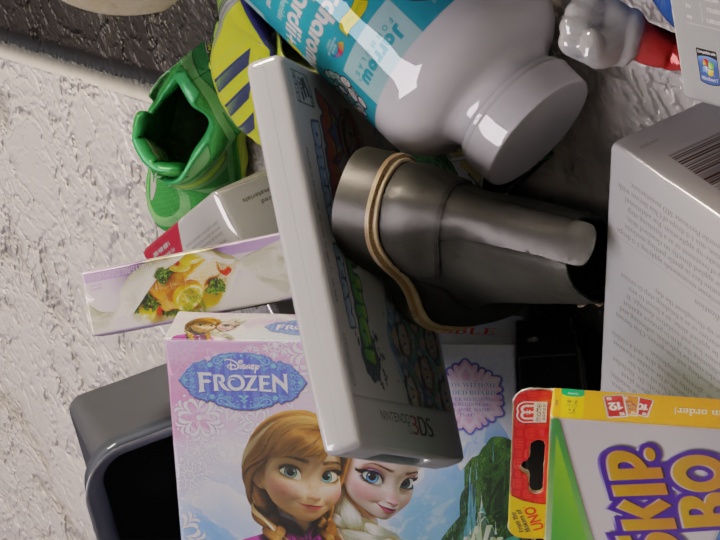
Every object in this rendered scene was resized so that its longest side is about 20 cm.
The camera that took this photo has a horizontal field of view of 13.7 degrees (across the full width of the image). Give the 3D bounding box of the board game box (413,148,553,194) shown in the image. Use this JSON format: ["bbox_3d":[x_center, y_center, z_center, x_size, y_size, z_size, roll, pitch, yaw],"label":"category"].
[{"bbox_3d":[0.030,-0.127,1.627,0.201,0.023,0.105,62,154,10],"label":"board game box"}]

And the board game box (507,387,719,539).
[{"bbox_3d":[0.168,0.103,1.404,0.030,0.199,0.096,-76,-11,-52],"label":"board game box"}]

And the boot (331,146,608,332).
[{"bbox_3d":[0.085,0.001,1.525,0.138,0.200,0.078,13,87,27],"label":"boot"}]

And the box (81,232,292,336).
[{"bbox_3d":[-0.059,0.001,1.707,0.041,0.199,0.039,-10,-91,-81],"label":"box"}]

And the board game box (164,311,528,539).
[{"bbox_3d":[-0.004,0.123,1.696,0.041,0.199,0.201,-67,-25,-66],"label":"board game box"}]

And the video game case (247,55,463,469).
[{"bbox_3d":[0.000,0.000,1.553,0.182,0.024,0.201,17,-120,-70],"label":"video game case"}]

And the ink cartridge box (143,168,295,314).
[{"bbox_3d":[-0.036,0.045,1.807,0.201,0.085,0.148,63,154,2],"label":"ink cartridge box"}]

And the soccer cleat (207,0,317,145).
[{"bbox_3d":[-0.046,-0.122,1.686,0.084,0.064,0.201,57,164,34],"label":"soccer cleat"}]

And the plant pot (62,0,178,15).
[{"bbox_3d":[-0.135,-0.249,1.671,0.201,0.200,0.184,47,158,33],"label":"plant pot"}]

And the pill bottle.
[{"bbox_3d":[0.022,-0.135,1.523,0.200,0.111,0.111,44,147,19],"label":"pill bottle"}]

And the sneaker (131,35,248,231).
[{"bbox_3d":[-0.108,-0.084,1.836,0.074,0.083,0.200,56,152,17],"label":"sneaker"}]

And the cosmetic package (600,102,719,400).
[{"bbox_3d":[0.174,0.031,1.438,0.101,0.071,0.201,39,142,40],"label":"cosmetic package"}]

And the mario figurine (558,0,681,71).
[{"bbox_3d":[0.158,-0.125,1.312,0.200,0.106,0.124,54,148,26],"label":"mario figurine"}]

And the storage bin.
[{"bbox_3d":[-0.114,0.159,1.817,0.134,0.145,0.201,-136,29,-62],"label":"storage bin"}]

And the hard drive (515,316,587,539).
[{"bbox_3d":[0.105,0.135,1.565,0.200,0.038,0.140,-88,-6,-59],"label":"hard drive"}]

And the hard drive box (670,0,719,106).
[{"bbox_3d":[0.190,-0.177,1.158,0.077,0.155,0.201,21,129,54],"label":"hard drive box"}]
